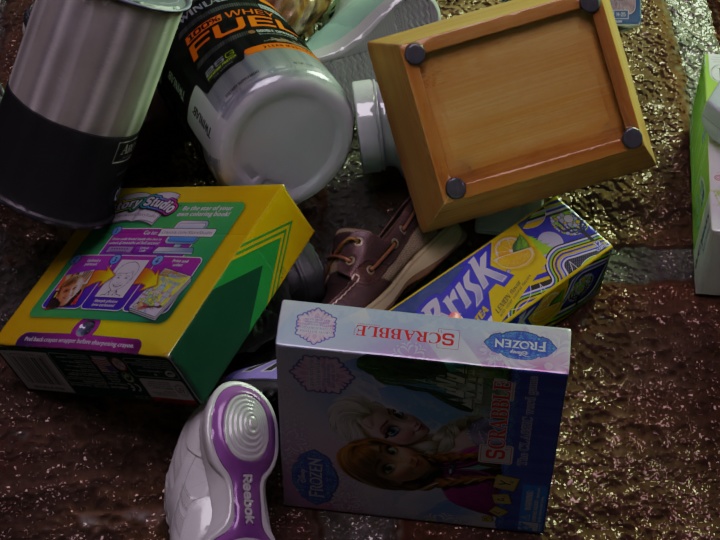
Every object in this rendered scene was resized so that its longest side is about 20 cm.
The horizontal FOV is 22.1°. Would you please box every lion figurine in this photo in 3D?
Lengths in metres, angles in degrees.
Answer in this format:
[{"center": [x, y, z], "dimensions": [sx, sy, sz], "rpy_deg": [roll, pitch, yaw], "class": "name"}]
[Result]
[{"center": [-0.055, -0.261, 1.661], "dimensions": [0.072, 0.200, 0.123], "rpy_deg": [27, 95, -3], "class": "lion figurine"}]

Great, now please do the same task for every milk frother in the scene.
[{"center": [-0.253, -0.166, 1.423], "dimensions": [0.198, 0.190, 0.181], "rpy_deg": [19, 21, -14], "class": "milk frother"}]

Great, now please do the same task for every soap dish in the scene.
[{"center": [0.121, -0.133, 1.446], "dimensions": [0.198, 0.081, 0.159], "rpy_deg": [-16, 89, -5], "class": "soap dish"}]

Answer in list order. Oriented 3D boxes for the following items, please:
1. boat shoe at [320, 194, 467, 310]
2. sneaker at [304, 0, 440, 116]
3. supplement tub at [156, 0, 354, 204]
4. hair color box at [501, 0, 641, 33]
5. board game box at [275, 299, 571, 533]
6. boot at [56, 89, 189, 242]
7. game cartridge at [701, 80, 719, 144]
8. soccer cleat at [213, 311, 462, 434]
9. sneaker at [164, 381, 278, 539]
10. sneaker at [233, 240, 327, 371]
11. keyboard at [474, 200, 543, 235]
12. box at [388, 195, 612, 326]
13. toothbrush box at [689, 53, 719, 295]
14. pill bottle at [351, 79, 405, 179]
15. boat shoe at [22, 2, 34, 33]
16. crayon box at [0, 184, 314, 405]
[{"center": [0.000, 0.000, 1.454], "dimensions": [0.200, 0.072, 0.072], "rpy_deg": [-39, 93, -32], "class": "boat shoe"}, {"center": [-0.028, -0.184, 1.636], "dimensions": [0.200, 0.074, 0.118], "rpy_deg": [-36, 24, -6], "class": "sneaker"}, {"center": [-0.094, -0.147, 1.485], "dimensions": [0.121, 0.124, 0.200], "rpy_deg": [-19, 38, -16], "class": "supplement tub"}, {"center": [0.178, -0.233, 1.591], "dimensions": [0.099, 0.200, 0.061], "rpy_deg": [-1, 93, 0], "class": "hair color box"}, {"center": [0.041, 0.107, 1.299], "dimensions": [0.197, 0.201, 0.041], "rpy_deg": [5, 50, 5], "class": "board game box"}, {"center": [-0.188, -0.113, 1.559], "dimensions": [0.164, 0.073, 0.201], "rpy_deg": [-9, 47, -5], "class": "boot"}, {"center": [0.382, -0.115, 1.483], "dimensions": [0.199, 0.041, 0.133], "rpy_deg": [26, 50, 16], "class": "game cartridge"}, {"center": [-0.012, 0.075, 1.366], "dimensions": [0.198, 0.068, 0.074], "rpy_deg": [-7, 54, 18], "class": "soccer cleat"}, {"center": [-0.102, 0.186, 1.324], "dimensions": [0.074, 0.099, 0.202], "rpy_deg": [16, 67, -26], "class": "sneaker"}, {"center": [-0.098, -0.012, 1.485], "dimensions": [0.103, 0.060, 0.201], "rpy_deg": [-20, 56, -21], "class": "sneaker"}, {"center": [0.135, -0.106, 1.601], "dimensions": [0.056, 0.011, 0.202], "rpy_deg": [3, 50, 8], "class": "keyboard"}, {"center": [0.102, 0.028, 1.451], "dimensions": [0.199, 0.065, 0.070], "rpy_deg": [-34, 62, -24], "class": "box"}, {"center": [0.351, -0.077, 1.528], "dimensions": [0.144, 0.087, 0.202], "rpy_deg": [5, 52, 3], "class": "toothbrush box"}, {"center": [0.095, -0.132, 1.545], "dimensions": [0.197, 0.113, 0.113], "rpy_deg": [-7, 50, -1], "class": "pill bottle"}, {"center": [-0.213, -0.253, 1.681], "dimensions": [0.198, 0.062, 0.075], "rpy_deg": [-12, 52, -10], "class": "boat shoe"}, {"center": [-0.157, 0.014, 1.403], "dimensions": [0.198, 0.059, 0.173], "rpy_deg": [1, 46, 41], "class": "crayon box"}]
